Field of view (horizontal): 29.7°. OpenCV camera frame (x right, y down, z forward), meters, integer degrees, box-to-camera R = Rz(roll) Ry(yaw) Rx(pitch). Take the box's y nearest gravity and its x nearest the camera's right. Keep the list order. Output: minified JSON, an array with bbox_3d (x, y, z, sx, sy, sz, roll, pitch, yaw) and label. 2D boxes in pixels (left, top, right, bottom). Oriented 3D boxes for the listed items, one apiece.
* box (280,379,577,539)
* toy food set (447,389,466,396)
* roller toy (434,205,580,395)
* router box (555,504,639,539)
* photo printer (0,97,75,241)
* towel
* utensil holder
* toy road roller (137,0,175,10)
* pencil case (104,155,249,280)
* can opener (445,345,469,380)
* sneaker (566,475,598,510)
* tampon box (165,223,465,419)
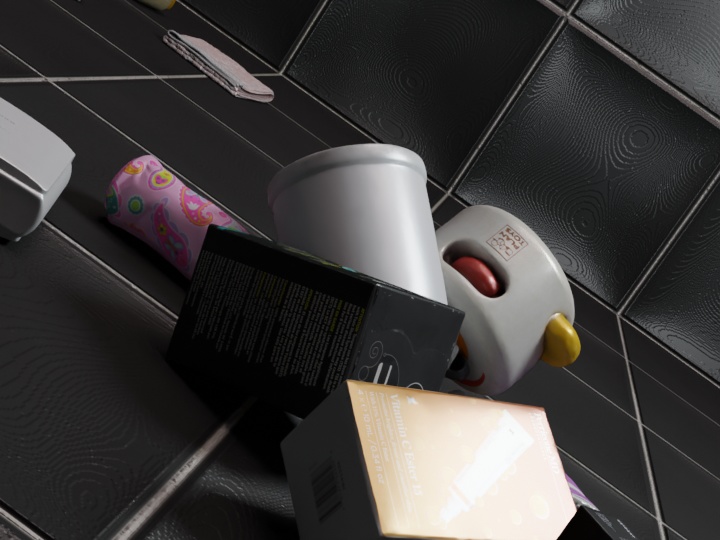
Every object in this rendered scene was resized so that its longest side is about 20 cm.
[{"bbox_3d":[0.055,0.170,1.020,0.198,0.098,0.126,11,50,-35],"label":"box"},{"bbox_3d":[0.053,0.117,1.495,0.199,0.061,0.144,35,12,-1],"label":"toy food set"},{"bbox_3d":[0.140,0.029,1.490,0.199,0.139,0.184,9,-48,61],"label":"roller toy"},{"bbox_3d":[0.178,0.289,0.936,0.052,0.158,0.200,24,16,-40],"label":"router box"},{"bbox_3d":[-0.351,-0.113,1.257,0.165,0.070,0.200,33,12,-11],"label":"photo printer"},{"bbox_3d":[-0.279,-0.405,2.690,0.199,0.032,0.191,38,12,11],"label":"towel"},{"bbox_3d":[0.000,0.000,1.372,0.169,0.168,0.203,18,57,-53],"label":"utensil holder"},{"bbox_3d":[-0.466,-0.669,2.921,0.200,0.147,0.122,42,15,33],"label":"toy road roller"},{"bbox_3d":[-0.175,-0.033,1.410,0.199,0.088,0.087,39,12,14],"label":"pencil case"},{"bbox_3d":[0.036,0.064,1.488,0.200,0.053,0.067,38,-18,38],"label":"can opener"},{"bbox_3d":[0.168,0.217,1.422,0.200,0.073,0.114,43,6,-16],"label":"sneaker"},{"bbox_3d":[-0.039,0.056,1.185,0.198,0.128,0.149,20,1,37],"label":"tampon box"}]
